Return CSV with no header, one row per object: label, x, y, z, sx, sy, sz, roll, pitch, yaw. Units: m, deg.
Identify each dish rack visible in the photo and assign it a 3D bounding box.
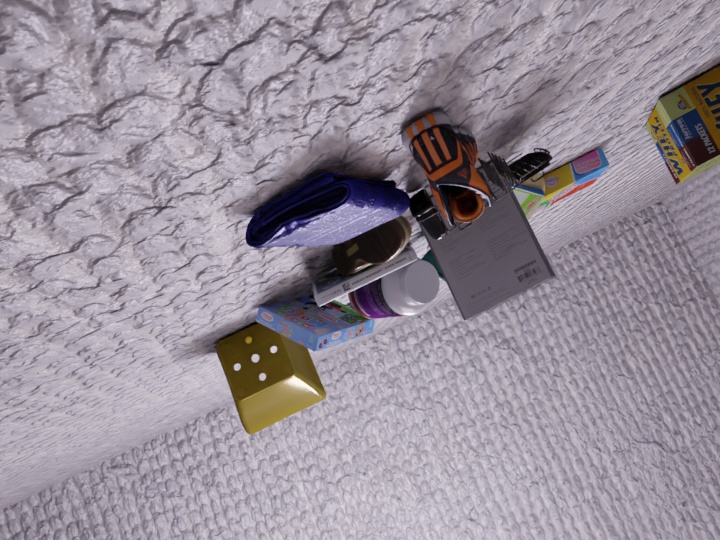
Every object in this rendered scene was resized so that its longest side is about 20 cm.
dish rack,0.163,-0.119,0.907,0.198,0.055,0.154,-33,-167,8

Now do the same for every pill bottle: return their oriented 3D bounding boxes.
pill bottle,0.063,0.032,1.255,0.111,0.115,0.199,-19,-176,-29

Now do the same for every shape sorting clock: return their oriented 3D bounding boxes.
shape sorting clock,0.240,-0.108,1.181,0.196,0.040,0.202,-15,143,-12

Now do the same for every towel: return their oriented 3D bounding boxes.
towel,-0.035,-0.073,0.799,0.146,0.050,0.199,-22,173,24

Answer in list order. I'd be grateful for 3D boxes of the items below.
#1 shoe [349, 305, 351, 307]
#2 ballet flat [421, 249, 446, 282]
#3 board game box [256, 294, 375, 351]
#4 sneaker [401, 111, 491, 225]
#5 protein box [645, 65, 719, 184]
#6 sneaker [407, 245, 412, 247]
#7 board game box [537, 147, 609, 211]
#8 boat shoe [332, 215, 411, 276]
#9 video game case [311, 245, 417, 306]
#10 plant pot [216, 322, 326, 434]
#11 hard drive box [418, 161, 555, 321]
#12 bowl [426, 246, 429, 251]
shoe,-0.036,0.139,1.800,0.199,0.071,0.053,-35,158,32
ballet flat,0.161,-0.018,1.285,0.071,0.067,0.200,-54,-172,0
board game box,-0.084,0.098,1.296,0.199,0.149,0.037,-12,120,-57
sneaker,0.109,-0.106,0.774,0.077,0.114,0.199,-28,171,22
protein box,0.649,-0.276,1.189,0.198,0.137,0.198,-28,170,14
sneaker,0.090,0.014,1.421,0.079,0.090,0.200,-26,171,-3
board game box,0.408,-0.175,1.386,0.197,0.041,0.153,-27,170,5
boat shoe,0.028,-0.049,1.021,0.075,0.073,0.199,-23,-178,-31
video game case,0.000,0.000,1.154,0.179,0.024,0.200,-26,-172,-2
plant pot,-0.209,0.210,1.433,0.197,0.203,0.177,-24,158,-4
hard drive box,0.196,-0.045,1.054,0.154,0.203,0.077,-27,170,20
bowl,0.256,-0.053,1.491,0.198,0.092,0.201,-25,171,-4
